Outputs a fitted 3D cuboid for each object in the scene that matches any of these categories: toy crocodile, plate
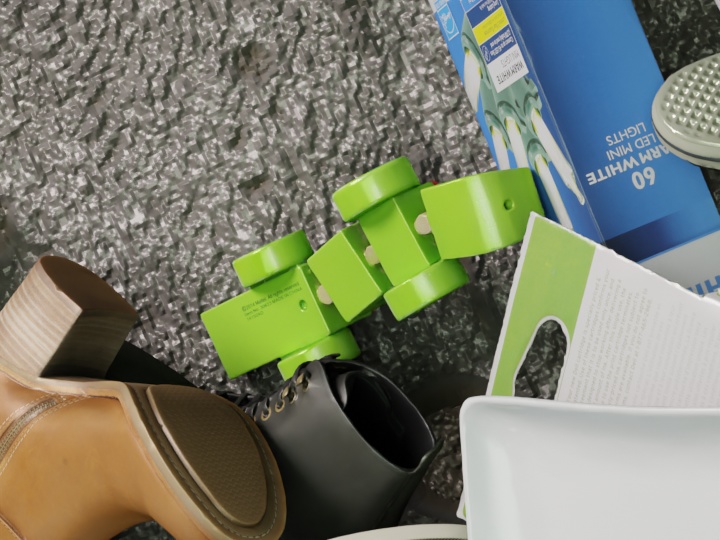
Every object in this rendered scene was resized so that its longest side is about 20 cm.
[{"bbox_3d":[0.000,0.000,1.215,0.200,0.062,0.068,-32,85,41],"label":"toy crocodile"},{"bbox_3d":[0.124,0.149,1.029,0.200,0.032,0.201,-1,93,47],"label":"plate"}]

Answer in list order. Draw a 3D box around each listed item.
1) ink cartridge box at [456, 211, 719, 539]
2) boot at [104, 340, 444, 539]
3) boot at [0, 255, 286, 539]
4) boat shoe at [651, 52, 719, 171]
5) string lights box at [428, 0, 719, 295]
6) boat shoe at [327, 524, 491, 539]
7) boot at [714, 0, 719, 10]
[{"bbox_3d":[0.145,0.072,1.078,0.200,0.076,0.148,28,113,42],"label":"ink cartridge box"},{"bbox_3d":[-0.052,0.062,1.207,0.200,0.077,0.139,37,133,13],"label":"boot"},{"bbox_3d":[-0.126,0.107,1.173,0.200,0.077,0.156,42,110,32],"label":"boot"},{"bbox_3d":[0.218,-0.057,1.148,0.199,0.062,0.075,-3,49,-19],"label":"boat shoe"},{"bbox_3d":[0.098,-0.066,1.183,0.059,0.103,0.201,-22,88,-14],"label":"string lights box"},{"bbox_3d":[-0.032,0.159,1.116,0.199,0.073,0.063,-16,66,5],"label":"boat shoe"},{"bbox_3d":[0.150,-0.145,1.124,0.095,0.074,0.201,-6,64,21],"label":"boot"}]
